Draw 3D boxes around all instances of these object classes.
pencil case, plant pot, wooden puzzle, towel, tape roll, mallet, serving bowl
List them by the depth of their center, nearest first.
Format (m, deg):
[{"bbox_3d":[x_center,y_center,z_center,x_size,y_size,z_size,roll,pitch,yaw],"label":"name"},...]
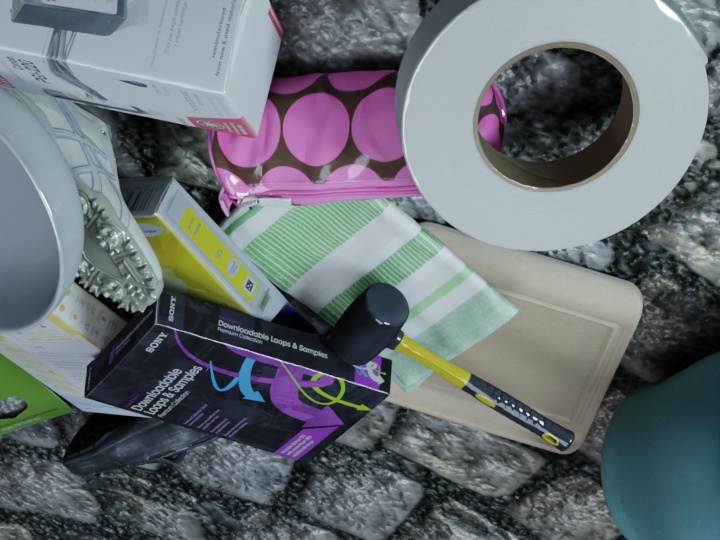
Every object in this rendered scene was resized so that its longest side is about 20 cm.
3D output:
[{"bbox_3d":[0.122,-0.105,1.350,0.201,0.037,0.204,-3,123,-5],"label":"tape roll"},{"bbox_3d":[-0.261,-0.058,1.448,0.199,0.066,0.201,21,132,26],"label":"serving bowl"},{"bbox_3d":[-0.003,-0.086,1.449,0.198,0.094,0.091,-4,141,25],"label":"pencil case"},{"bbox_3d":[0.288,0.145,1.573,0.200,0.201,0.187,39,154,-28],"label":"plant pot"},{"bbox_3d":[0.076,0.073,1.579,0.199,0.041,0.066,26,138,-3],"label":"mallet"},{"bbox_3d":[0.000,0.000,1.586,0.200,0.023,0.152,40,140,-10],"label":"towel"},{"bbox_3d":[0.107,0.051,1.640,0.184,0.037,0.201,16,139,1],"label":"wooden puzzle"}]

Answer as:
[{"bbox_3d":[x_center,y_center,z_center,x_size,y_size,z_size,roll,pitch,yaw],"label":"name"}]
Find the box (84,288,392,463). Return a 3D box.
[{"bbox_3d":[-0.095,0.084,1.635,0.199,0.036,0.143,19,145,-21],"label":"box"}]

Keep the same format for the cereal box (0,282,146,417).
[{"bbox_3d":[-0.232,0.060,1.716,0.143,0.040,0.200,3,153,38],"label":"cereal box"}]

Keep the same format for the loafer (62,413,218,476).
[{"bbox_3d":[-0.181,0.143,1.840,0.200,0.068,0.070,-25,119,38],"label":"loafer"}]

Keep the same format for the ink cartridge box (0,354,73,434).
[{"bbox_3d":[-0.374,0.108,1.863,0.147,0.076,0.200,-19,130,39],"label":"ink cartridge box"}]

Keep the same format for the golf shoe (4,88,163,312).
[{"bbox_3d":[-0.192,-0.068,1.505,0.078,0.097,0.201,-31,99,46],"label":"golf shoe"}]

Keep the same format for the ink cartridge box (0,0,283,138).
[{"bbox_3d":[-0.162,-0.155,1.381,0.198,0.085,0.146,13,173,7],"label":"ink cartridge box"}]

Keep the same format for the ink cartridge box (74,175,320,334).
[{"bbox_3d":[-0.162,0.005,1.645,0.197,0.047,0.200,-1,140,41],"label":"ink cartridge box"}]
